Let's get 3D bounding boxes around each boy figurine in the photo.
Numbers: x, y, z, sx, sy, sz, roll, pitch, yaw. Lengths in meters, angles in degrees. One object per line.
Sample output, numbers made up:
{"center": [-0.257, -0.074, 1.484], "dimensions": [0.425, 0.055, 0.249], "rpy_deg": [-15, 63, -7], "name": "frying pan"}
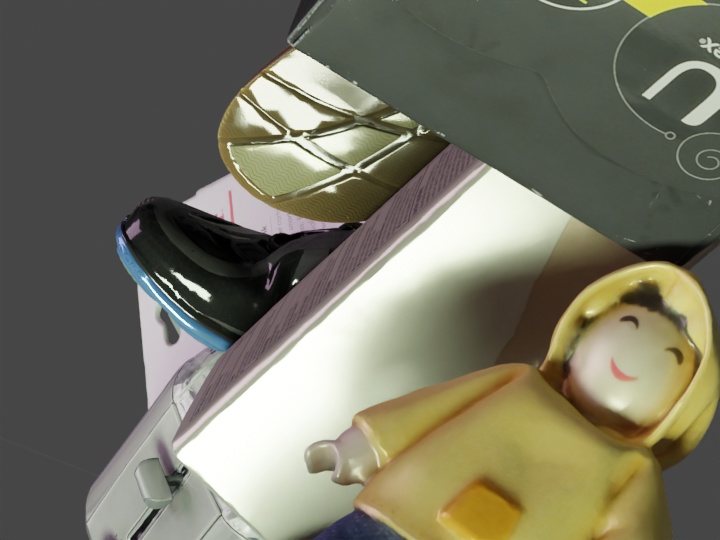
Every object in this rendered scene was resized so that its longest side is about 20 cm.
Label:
{"center": [0.045, 0.076, 0.636], "dimensions": [0.200, 0.124, 0.064], "rpy_deg": [-39, -34, -17], "name": "boy figurine"}

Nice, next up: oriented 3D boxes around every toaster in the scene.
{"center": [-0.015, 0.094, 0.928], "dimensions": [0.129, 0.200, 0.114], "rpy_deg": [-57, 48, 47], "name": "toaster"}

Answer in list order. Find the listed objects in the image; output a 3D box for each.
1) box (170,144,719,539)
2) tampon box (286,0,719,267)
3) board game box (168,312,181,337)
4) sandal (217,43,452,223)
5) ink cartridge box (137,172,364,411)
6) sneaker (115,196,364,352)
{"center": [0.031, 0.013, 0.770], "dimensions": [0.200, 0.078, 0.095], "rpy_deg": [-42, 9, 20], "name": "box"}
{"center": [0.090, -0.134, 0.666], "dimensions": [0.126, 0.150, 0.200], "rpy_deg": [-44, 22, 47], "name": "tampon box"}
{"center": [0.000, -0.022, 1.171], "dimensions": [0.148, 0.064, 0.200], "rpy_deg": [-18, 20, 28], "name": "board game box"}
{"center": [0.037, -0.089, 0.811], "dimensions": [0.200, 0.080, 0.054], "rpy_deg": [-38, 13, 11], "name": "sandal"}
{"center": [-0.010, -0.002, 1.010], "dimensions": [0.200, 0.067, 0.116], "rpy_deg": [-25, 57, 29], "name": "ink cartridge box"}
{"center": [0.000, 0.000, 0.859], "dimensions": [0.071, 0.200, 0.083], "rpy_deg": [-84, 9, -61], "name": "sneaker"}
